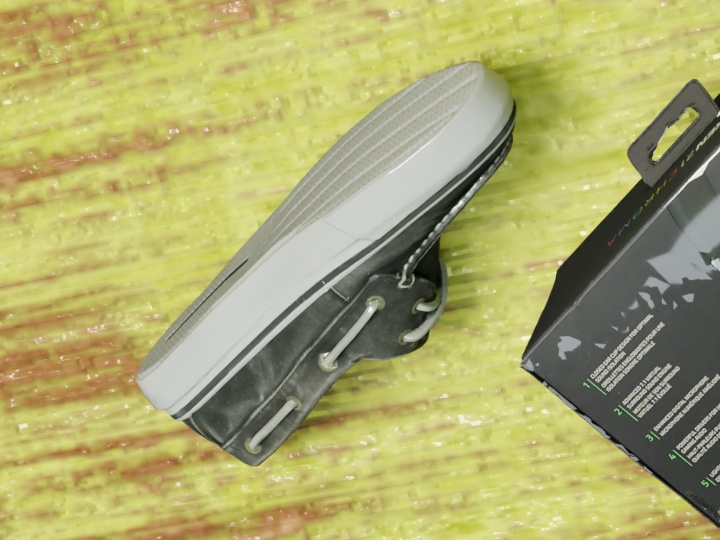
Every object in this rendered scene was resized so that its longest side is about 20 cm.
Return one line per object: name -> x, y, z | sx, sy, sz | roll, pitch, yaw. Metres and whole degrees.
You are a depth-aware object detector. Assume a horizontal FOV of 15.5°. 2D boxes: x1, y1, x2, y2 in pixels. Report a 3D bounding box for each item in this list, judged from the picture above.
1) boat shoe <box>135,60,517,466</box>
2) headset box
boat shoe -> 0.000, 0.000, 0.989 | 0.071, 0.072, 0.200 | 39, 125, -13
headset box -> 0.179, 0.013, 0.929 | 0.200, 0.093, 0.174 | 39, 115, -3
